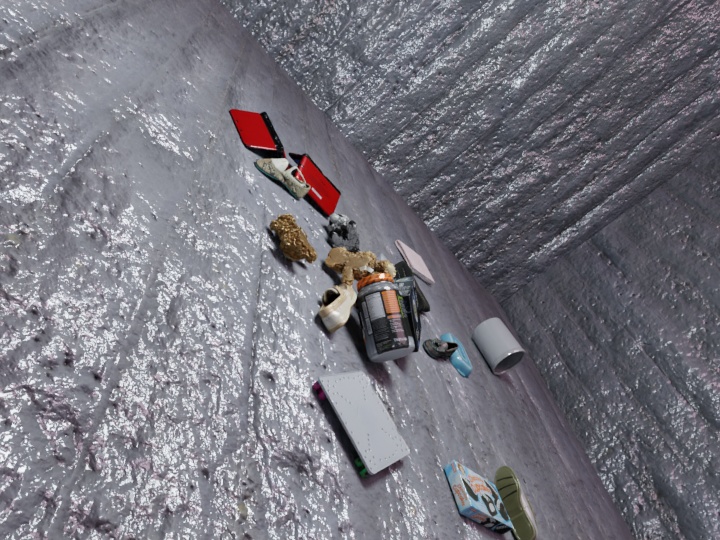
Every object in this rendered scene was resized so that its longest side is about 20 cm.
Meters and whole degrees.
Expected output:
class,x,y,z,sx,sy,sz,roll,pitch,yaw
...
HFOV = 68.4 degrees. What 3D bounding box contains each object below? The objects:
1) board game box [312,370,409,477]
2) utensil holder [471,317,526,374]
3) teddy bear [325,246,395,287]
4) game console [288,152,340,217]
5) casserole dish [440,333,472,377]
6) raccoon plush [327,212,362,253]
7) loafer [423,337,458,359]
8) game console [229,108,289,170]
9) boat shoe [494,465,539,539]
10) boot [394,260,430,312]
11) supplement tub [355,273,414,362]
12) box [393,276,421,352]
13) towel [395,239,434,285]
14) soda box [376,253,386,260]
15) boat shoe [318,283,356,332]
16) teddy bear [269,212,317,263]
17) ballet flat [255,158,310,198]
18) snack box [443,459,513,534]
class,x,y,z,sx,sy,sz,roll,pitch,yaw
board game box,0.004,0.297,1.055,0.201,0.026,0.200,58,18,20
utensil holder,0.619,0.338,2.389,0.170,0.170,0.201,31,24,-49
teddy bear,0.000,0.000,1.475,0.067,0.198,0.146,89,6,-55
game console,-0.173,-0.292,1.812,0.200,0.118,0.174,45,48,-35
casserole dish,0.363,0.310,1.982,0.121,0.039,0.201,41,20,-30
raccoon plush,-0.051,-0.090,1.706,0.134,0.096,0.202,-122,-162,-72
loafer,0.277,0.258,1.814,0.200,0.063,0.072,24,31,-58
game console,-0.325,-0.416,1.716,0.173,0.118,0.201,82,-16,-55
boat shoe,0.410,0.620,1.395,0.068,0.074,0.201,45,23,-39
boot,0.196,0.070,2.008,0.138,0.077,0.202,25,44,-65
supplement tub,0.057,0.118,1.329,0.122,0.122,0.202,24,49,-58
box,0.118,0.123,1.510,0.200,0.085,0.166,-55,136,-74
towel,0.249,-0.035,2.430,0.200,0.032,0.192,33,25,-46
soda box,0.065,0.014,1.764,0.068,0.063,0.200,48,17,-14
boat shoe,-0.059,0.072,1.284,0.069,0.073,0.200,53,16,-15
teddy bear,-0.172,-0.076,1.341,0.145,0.067,0.201,49,7,-44
ballet flat,-0.227,-0.296,1.618,0.200,0.075,0.068,36,23,-42
snack box,0.281,0.541,1.260,0.200,0.037,0.117,40,19,-35
